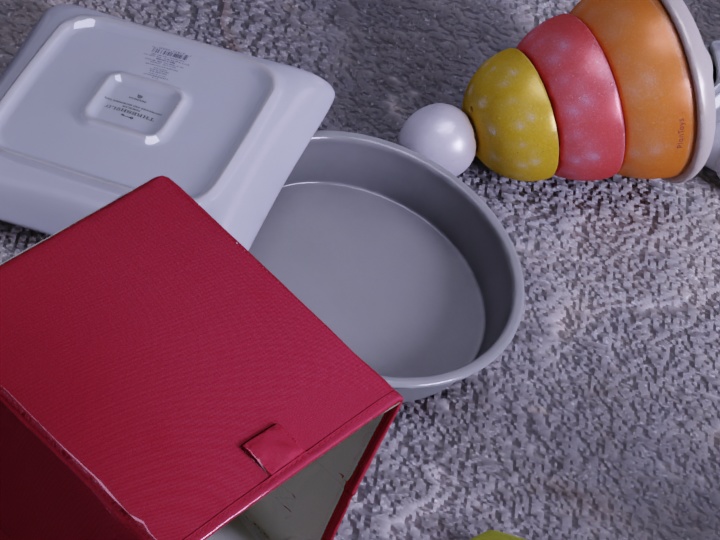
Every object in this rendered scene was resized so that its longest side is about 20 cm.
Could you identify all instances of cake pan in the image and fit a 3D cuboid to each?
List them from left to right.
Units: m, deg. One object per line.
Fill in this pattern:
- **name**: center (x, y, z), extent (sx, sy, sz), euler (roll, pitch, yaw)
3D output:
- **cake pan**: center (0.000, 0.000, 1.440), extent (0.200, 0.037, 0.201), euler (12, 47, -13)

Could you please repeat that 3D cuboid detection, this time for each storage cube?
- **storage cube**: center (-0.119, 0.094, 1.210), extent (0.180, 0.171, 0.200), euler (43, 48, 17)

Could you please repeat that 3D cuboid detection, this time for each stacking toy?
- **stacking toy**: center (0.116, -0.107, 1.542), extent (0.199, 0.146, 0.146), euler (-16, 57, -16)

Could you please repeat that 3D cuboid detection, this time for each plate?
- **plate**: center (-0.136, -0.088, 1.433), extent (0.199, 0.032, 0.200), euler (16, 43, 11)

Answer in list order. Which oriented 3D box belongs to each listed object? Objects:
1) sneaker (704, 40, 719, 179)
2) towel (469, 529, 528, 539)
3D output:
- **sneaker**: center (0.276, -0.138, 1.660), extent (0.099, 0.078, 0.200), euler (33, 44, 12)
- **towel**: center (0.031, 0.191, 1.265), extent (0.200, 0.018, 0.086), euler (-25, 26, -38)
